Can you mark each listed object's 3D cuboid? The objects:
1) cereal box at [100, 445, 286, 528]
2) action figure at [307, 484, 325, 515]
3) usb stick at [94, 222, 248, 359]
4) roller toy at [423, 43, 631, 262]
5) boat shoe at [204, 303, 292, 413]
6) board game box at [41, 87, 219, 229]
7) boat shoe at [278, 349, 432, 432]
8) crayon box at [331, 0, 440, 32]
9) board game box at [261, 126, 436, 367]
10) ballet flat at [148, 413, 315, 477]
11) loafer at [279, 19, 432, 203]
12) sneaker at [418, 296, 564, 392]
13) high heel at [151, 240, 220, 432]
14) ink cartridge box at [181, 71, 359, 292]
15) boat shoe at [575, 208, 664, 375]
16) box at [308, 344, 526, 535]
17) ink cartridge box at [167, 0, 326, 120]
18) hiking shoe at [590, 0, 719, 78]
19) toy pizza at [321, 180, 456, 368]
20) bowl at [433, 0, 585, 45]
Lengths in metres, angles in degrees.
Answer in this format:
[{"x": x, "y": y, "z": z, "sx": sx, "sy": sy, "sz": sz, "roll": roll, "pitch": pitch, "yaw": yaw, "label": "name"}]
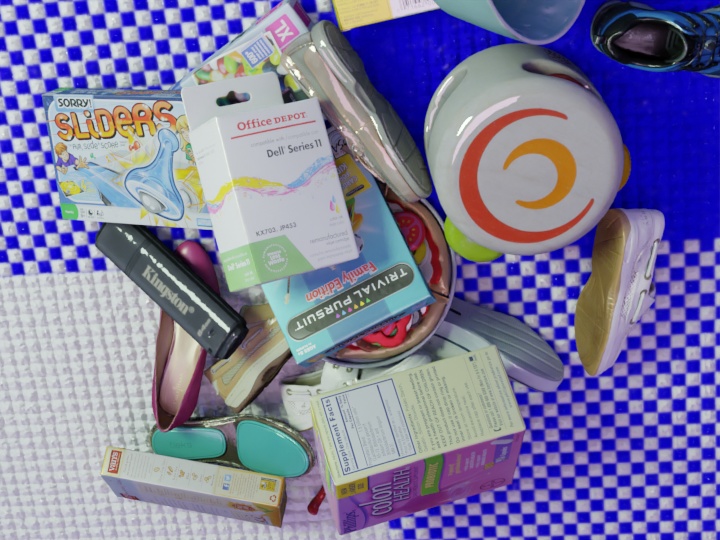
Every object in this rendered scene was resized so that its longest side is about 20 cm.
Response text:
[{"x": -0.182, "y": 0.242, "z": 1.638, "sx": 0.198, "sy": 0.144, "sz": 0.040, "roll": 11, "pitch": 72, "yaw": 1, "label": "cereal box"}, {"x": 0.004, "y": 0.198, "z": 1.643, "sx": 0.065, "sy": 0.052, "sz": 0.201, "roll": 24, "pitch": 112, "yaw": -2, "label": "action figure"}, {"x": -0.200, "y": 0.013, "z": 1.546, "sx": 0.200, "sy": 0.033, "sz": 0.056, "roll": 42, "pitch": 103, "yaw": 15, "label": "usb stick"}, {"x": 0.157, "y": -0.122, "z": 1.430, "sx": 0.199, "sy": 0.140, "sz": 0.183, "roll": -19, "pitch": 117, "yaw": 5, "label": "roller toy"}, {"x": -0.100, "y": 0.064, "z": 1.584, "sx": 0.076, "sy": 0.072, "sz": 0.200, "roll": 43, "pitch": 109, "yaw": 5, "label": "boat shoe"}, {"x": -0.226, "y": -0.115, "z": 1.487, "sx": 0.199, "sy": 0.034, "sz": 0.136, "roll": 4, "pitch": 111, "yaw": 29, "label": "board game box"}, {"x": -0.014, "y": 0.115, "z": 1.575, "sx": 0.199, "sy": 0.071, "sz": 0.070, "roll": -25, "pitch": 97, "yaw": 35, "label": "boat shoe"}, {"x": 0.018, "y": -0.341, "z": 1.395, "sx": 0.126, "sy": 0.051, "sz": 0.201, "roll": -10, "pitch": 113, "yaw": 10, "label": "crayon box"}, {"x": -0.035, "y": -0.027, "z": 1.479, "sx": 0.150, "sy": 0.047, "sz": 0.201, "roll": -27, "pitch": 78, "yaw": 5, "label": "board game box"}, {"x": -0.135, "y": 0.185, "z": 1.633, "sx": 0.199, "sy": 0.075, "sz": 0.068, "roll": 3, "pitch": 105, "yaw": 18, "label": "ballet flat"}, {"x": -0.004, "y": -0.147, "z": 1.443, "sx": 0.063, "sy": 0.072, "sz": 0.201, "roll": -28, "pitch": 103, "yaw": 23, "label": "loafer"}, {"x": 0.120, "y": 0.081, "z": 1.572, "sx": 0.199, "sy": 0.073, "sz": 0.071, "roll": 28, "pitch": 130, "yaw": 0, "label": "sneaker"}, {"x": -0.191, "y": 0.073, "z": 1.578, "sx": 0.067, "sy": 0.096, "sz": 0.201, "roll": 4, "pitch": 115, "yaw": 5, "label": "high heel"}, {"x": -0.087, "y": -0.092, "z": 1.396, "sx": 0.117, "sy": 0.067, "sz": 0.201, "roll": -16, "pitch": 90, "yaw": -31, "label": "ink cartridge box"}, {"x": 0.272, "y": 0.025, "z": 1.513, "sx": 0.069, "sy": 0.071, "sz": 0.201, "roll": -7, "pitch": 131, "yaw": -19, "label": "boat shoe"}, {"x": 0.056, "y": 0.177, "z": 1.513, "sx": 0.199, "sy": 0.097, "sz": 0.176, "roll": -15, "pitch": 155, "yaw": -7, "label": "box"}, {"x": -0.112, "y": -0.172, "z": 1.493, "sx": 0.199, "sy": 0.042, "sz": 0.120, "roll": -33, "pitch": 106, "yaw": 20, "label": "ink cartridge box"}, {"x": 0.319, "y": -0.212, "z": 1.400, "sx": 0.198, "sy": 0.087, "sz": 0.075, "roll": 2, "pitch": 115, "yaw": 5, "label": "hiking shoe"}, {"x": 0.000, "y": 0.000, "z": 1.514, "sx": 0.199, "sy": 0.032, "sz": 0.202, "roll": 0, "pitch": 87, "yaw": 4, "label": "toy pizza"}, {"x": 0.119, "y": -0.306, "z": 1.339, "sx": 0.105, "sy": 0.201, "sz": 0.202, "roll": 6, "pitch": 120, "yaw": 40, "label": "bowl"}]
